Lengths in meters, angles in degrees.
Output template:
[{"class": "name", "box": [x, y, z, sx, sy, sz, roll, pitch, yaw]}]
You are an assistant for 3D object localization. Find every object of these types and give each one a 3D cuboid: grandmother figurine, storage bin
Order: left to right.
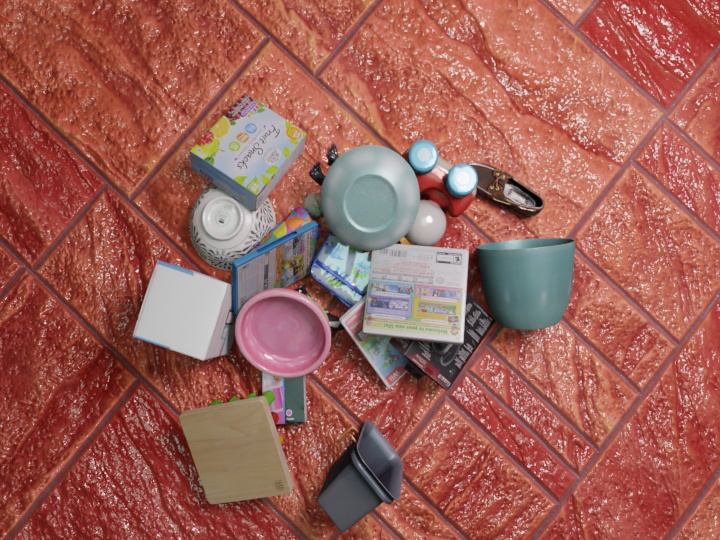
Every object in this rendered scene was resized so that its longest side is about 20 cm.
[{"class": "grandmother figurine", "box": [-0.033, -0.170, 1.170, 0.194, 0.061, 0.124, -23, 59, 1]}, {"class": "storage bin", "box": [-0.010, 0.407, 1.066, 0.134, 0.200, 0.146, -42, 87, 6]}]

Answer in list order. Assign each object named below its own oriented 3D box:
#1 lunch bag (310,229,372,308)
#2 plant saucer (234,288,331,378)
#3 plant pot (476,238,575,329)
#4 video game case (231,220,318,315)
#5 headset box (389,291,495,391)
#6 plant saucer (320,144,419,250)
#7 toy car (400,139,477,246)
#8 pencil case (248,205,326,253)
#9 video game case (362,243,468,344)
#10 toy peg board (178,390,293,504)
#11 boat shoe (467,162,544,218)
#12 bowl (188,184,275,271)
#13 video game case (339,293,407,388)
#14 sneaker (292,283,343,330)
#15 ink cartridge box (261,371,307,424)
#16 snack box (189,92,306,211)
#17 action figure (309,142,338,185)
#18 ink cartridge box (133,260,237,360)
[{"class": "lunch bag", "box": [0.000, 0.000, 1.145, 0.198, 0.082, 0.163, 36, 90, 3]}, {"class": "plant saucer", "box": [-0.153, 0.121, 1.081, 0.193, 0.051, 0.207, 2, 116, 3]}, {"class": "plant pot", "box": [0.339, 0.027, 1.093, 0.193, 0.201, 0.167, -5, 96, -1]}, {"class": "video game case", "box": [-0.170, -0.006, 1.069, 0.197, 0.146, 0.018, -31, 60, -34]}, {"class": "headset box", "box": [0.165, 0.135, 1.110, 0.148, 0.077, 0.202, 38, 87, -27]}, {"class": "plant saucer", "box": [0.019, -0.131, 1.020, 0.193, 0.039, 0.208, 0, 109, 1]}, {"class": "toy car", "box": [0.126, -0.130, 1.102, 0.173, 0.184, 0.204, 29, 88, 2]}, {"class": "pencil case", "box": [-0.168, -0.046, 1.134, 0.199, 0.088, 0.089, -42, 88, -9]}, {"class": "video game case", "box": [0.109, 0.042, 1.044, 0.192, 0.022, 0.189, 5, 71, 8]}, {"class": "toy peg board", "box": [-0.240, 0.352, 1.104, 0.193, 0.098, 0.206, -13, 101, 17]}, {"class": "boat shoe", "box": [0.310, -0.183, 1.165, 0.195, 0.070, 0.072, 26, 87, 2]}, {"class": "bowl", "box": [-0.283, -0.105, 1.141, 0.193, 0.094, 0.209, 0, 87, -1]}, {"class": "video game case", "box": [0.060, 0.129, 1.114, 0.142, 0.017, 0.202, -39, 117, -9]}, {"class": "sneaker", "box": [-0.120, 0.072, 1.142, 0.193, 0.072, 0.086, 16, 83, 0]}, {"class": "ink cartridge box", "box": [-0.165, 0.224, 1.151, 0.091, 0.037, 0.208, -3, 84, 0]}, {"class": "snack box", "box": [-0.233, -0.252, 1.127, 0.166, 0.068, 0.203, 32, 61, 1]}, {"class": "action figure", "box": [-0.019, -0.157, 1.086, 0.118, 0.102, 0.200, -42, 75, -7]}, {"class": "ink cartridge box", "box": [-0.330, 0.082, 1.075, 0.142, 0.200, 0.151, 17, 85, 1]}]
